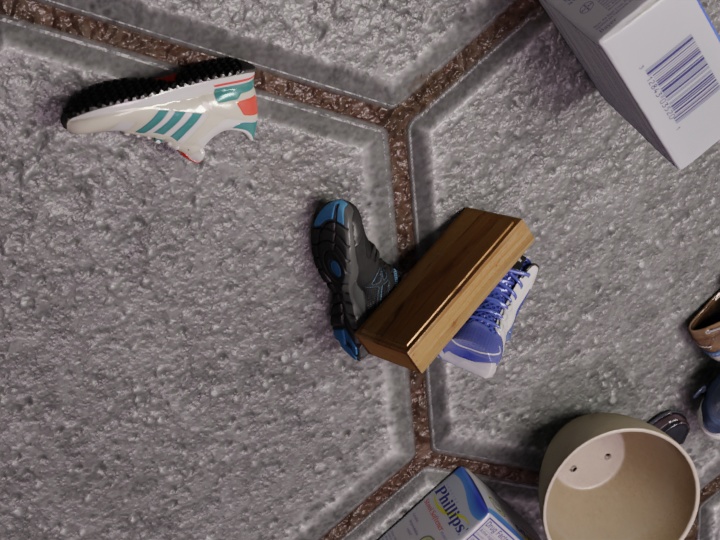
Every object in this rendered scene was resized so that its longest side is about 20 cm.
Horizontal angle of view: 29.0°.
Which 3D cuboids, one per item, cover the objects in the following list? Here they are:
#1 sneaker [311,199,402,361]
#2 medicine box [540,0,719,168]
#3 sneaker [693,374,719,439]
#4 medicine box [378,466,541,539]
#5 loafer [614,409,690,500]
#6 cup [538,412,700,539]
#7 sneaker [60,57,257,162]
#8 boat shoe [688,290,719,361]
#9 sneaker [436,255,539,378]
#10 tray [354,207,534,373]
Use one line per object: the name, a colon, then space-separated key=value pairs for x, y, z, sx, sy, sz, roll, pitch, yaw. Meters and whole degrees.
sneaker: x=0.000 y=0.000 z=1.540 sx=0.081 sy=0.073 sz=0.202 roll=-29 pitch=131 yaw=-24
medicine box: x=0.281 y=-0.235 z=1.412 sx=0.103 sy=0.201 sz=0.182 roll=-38 pitch=125 yaw=6
sneaker: x=0.513 y=0.139 z=1.813 sx=0.199 sy=0.080 sz=0.147 roll=-39 pitch=162 yaw=-27
medicine box: x=0.125 y=0.386 z=1.777 sx=0.200 sy=0.103 sz=0.182 roll=-42 pitch=124 yaw=6
loafer: x=0.367 y=0.275 z=1.828 sx=0.072 sy=0.063 sz=0.200 roll=35 pitch=102 yaw=-32
cup: x=0.303 y=0.258 z=1.735 sx=0.197 sy=0.143 sz=0.203 roll=-3 pitch=110 yaw=-9
sneaker: x=-0.192 y=-0.144 z=1.372 sx=0.197 sy=0.070 sz=0.095 roll=-16 pitch=117 yaw=-15
boat shoe: x=0.491 y=0.025 z=1.728 sx=0.072 sy=0.072 sz=0.201 roll=32 pitch=104 yaw=-31
sneaker: x=0.141 y=0.034 z=1.545 sx=0.080 sy=0.199 sz=0.117 roll=22 pitch=110 yaw=9
tray: x=0.091 y=0.017 z=1.511 sx=0.200 sy=0.098 sz=0.037 roll=-49 pitch=122 yaw=-18
